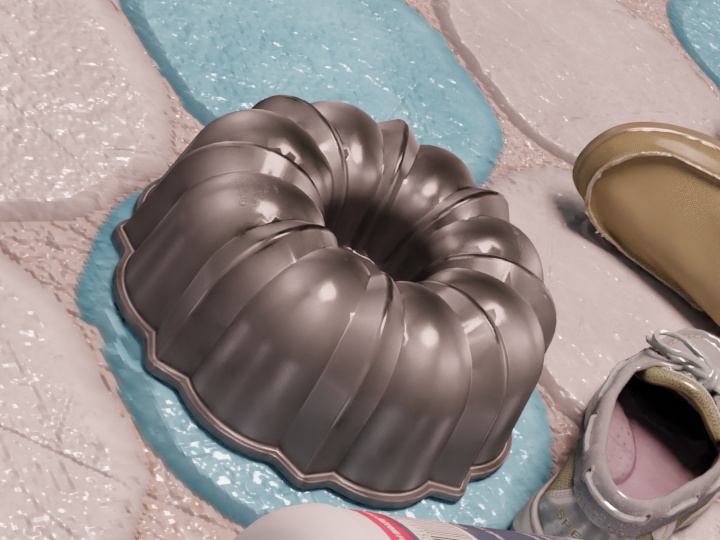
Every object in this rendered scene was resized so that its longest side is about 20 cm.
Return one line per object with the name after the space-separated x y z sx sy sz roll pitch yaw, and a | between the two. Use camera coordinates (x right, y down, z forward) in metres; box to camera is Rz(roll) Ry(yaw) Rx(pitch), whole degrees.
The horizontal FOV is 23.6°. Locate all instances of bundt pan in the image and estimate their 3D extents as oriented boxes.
0.000 0.000 0.741 0.202 0.076 0.202 22 37 -18 | bundt pan

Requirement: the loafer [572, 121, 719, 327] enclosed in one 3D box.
0.201 -0.007 0.908 0.200 0.076 0.067 30 29 -5 | loafer

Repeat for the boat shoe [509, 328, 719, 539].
0.133 0.075 0.765 0.074 0.065 0.202 42 36 11 | boat shoe

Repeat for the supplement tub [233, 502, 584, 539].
0.051 0.152 0.543 0.200 0.140 0.140 12 41 -28 | supplement tub
